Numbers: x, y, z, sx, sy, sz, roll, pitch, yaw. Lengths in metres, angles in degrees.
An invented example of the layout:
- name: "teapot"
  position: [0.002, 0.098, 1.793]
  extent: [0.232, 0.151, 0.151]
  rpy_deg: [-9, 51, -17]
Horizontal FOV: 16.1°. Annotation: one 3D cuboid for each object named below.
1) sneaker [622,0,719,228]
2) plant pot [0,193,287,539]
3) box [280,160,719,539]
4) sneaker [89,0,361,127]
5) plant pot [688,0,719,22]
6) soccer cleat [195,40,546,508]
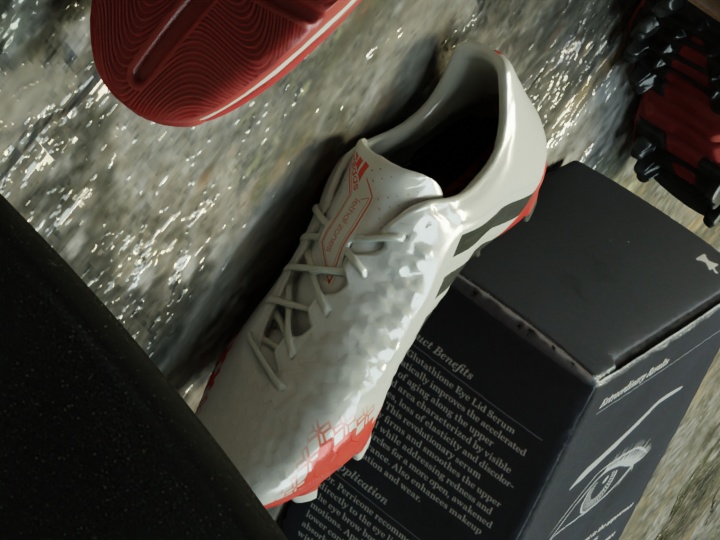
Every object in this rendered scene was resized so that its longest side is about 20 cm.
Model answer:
- name: "sneaker"
  position: [0.168, -0.098, 1.126]
  extent: [0.098, 0.071, 0.200]
  rpy_deg: [-49, 161, -13]
- name: "plant pot"
  position: [-0.104, 0.131, 0.738]
  extent: [0.200, 0.177, 0.200]
  rpy_deg: [-45, 158, -19]
- name: "box"
  position: [0.063, 0.072, 1.116]
  extent: [0.148, 0.104, 0.200]
  rpy_deg: [-25, 145, -52]
- name: "sneaker"
  position: [0.008, -0.112, 0.741]
  extent: [0.200, 0.078, 0.116]
  rpy_deg: [-52, 159, -4]
- name: "plant pot"
  position: [0.209, -0.202, 0.935]
  extent: [0.200, 0.187, 0.187]
  rpy_deg: [-63, 164, -20]
- name: "soccer cleat"
  position: [0.000, 0.000, 0.928]
  extent: [0.200, 0.069, 0.085]
  rpy_deg: [-49, 151, -23]
